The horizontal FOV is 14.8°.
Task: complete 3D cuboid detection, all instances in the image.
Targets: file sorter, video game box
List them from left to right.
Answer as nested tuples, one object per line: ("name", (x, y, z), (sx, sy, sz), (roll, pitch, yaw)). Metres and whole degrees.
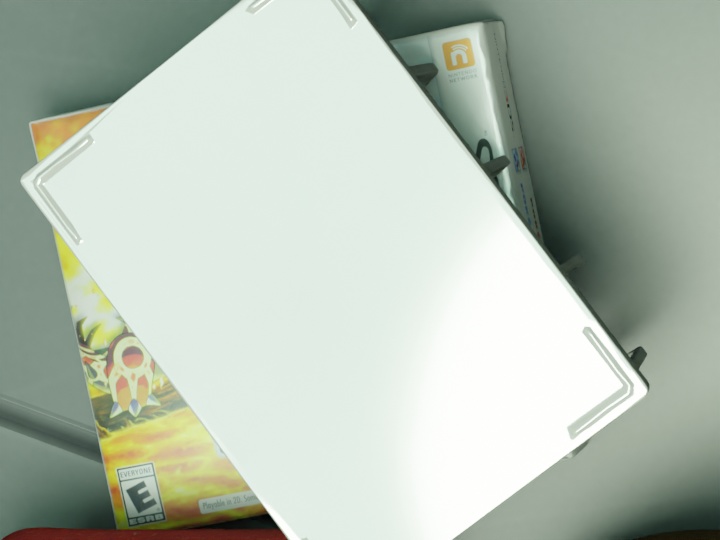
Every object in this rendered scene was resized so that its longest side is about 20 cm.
("video game box", (-0.022, 0.005, 1.145), (0.200, 0.047, 0.182), (-12, 90, 13))
("file sorter", (0.000, 0.000, 1.052), (0.139, 0.125, 0.200), (-38, 87, 12))

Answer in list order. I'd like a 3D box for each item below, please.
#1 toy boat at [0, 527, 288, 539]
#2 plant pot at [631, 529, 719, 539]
("toy boat", (-0.065, 0.151, 1.120), (0.200, 0.131, 0.131), (-2, 112, 23))
("plant pot", (0.129, 0.169, 1.015), (0.186, 0.200, 0.186), (0, 72, 0))
